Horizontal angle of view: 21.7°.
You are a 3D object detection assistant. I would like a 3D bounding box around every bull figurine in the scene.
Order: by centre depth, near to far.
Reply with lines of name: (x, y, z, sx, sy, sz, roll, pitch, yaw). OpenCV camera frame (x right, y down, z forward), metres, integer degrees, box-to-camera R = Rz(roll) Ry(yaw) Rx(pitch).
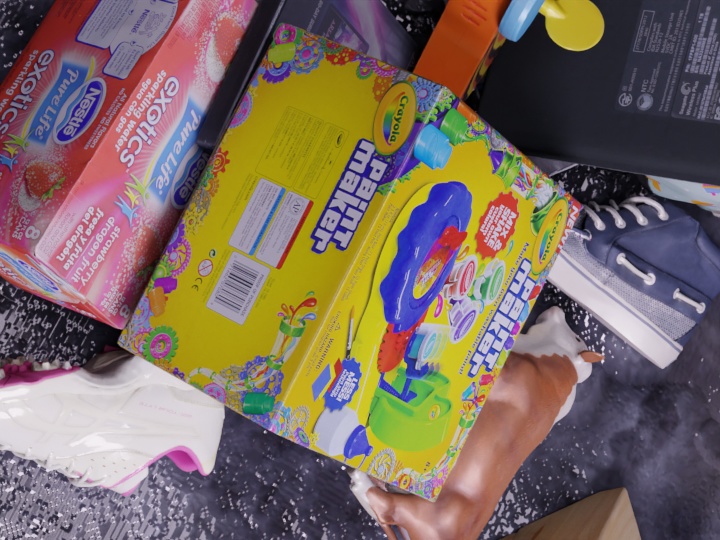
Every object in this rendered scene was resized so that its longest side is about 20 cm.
bull figurine: (0.071, 0.094, 1.197, 0.121, 0.065, 0.201, 36, 73, -18)

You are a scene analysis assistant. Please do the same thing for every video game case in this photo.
video game case: (-0.014, -0.094, 1.128, 0.200, 0.019, 0.144, 41, 69, -53)

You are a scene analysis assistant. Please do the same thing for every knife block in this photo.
knife block: (0.134, 0.206, 1.163, 0.199, 0.175, 0.064, -20, 98, -25)

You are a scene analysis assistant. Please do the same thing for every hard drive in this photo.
hard drive: (0.172, -0.130, 1.139, 0.033, 0.199, 0.141, 26, 78, -56)

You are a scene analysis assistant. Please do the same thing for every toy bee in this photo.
toy bee: (0.099, -0.186, 1.113, 0.131, 0.200, 0.109, 47, 50, -9)

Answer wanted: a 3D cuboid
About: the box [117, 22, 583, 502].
box: (0.000, 0.000, 1.067, 0.192, 0.122, 0.201, 30, 86, -56)

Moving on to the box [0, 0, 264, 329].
box: (-0.140, -0.081, 1.063, 0.201, 0.099, 0.096, -60, 142, -15)

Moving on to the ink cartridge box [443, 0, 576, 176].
ink cartridge box: (0.153, -0.182, 1.254, 0.199, 0.047, 0.199, -25, 99, -22)

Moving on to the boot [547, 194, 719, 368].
boot: (0.158, -0.024, 1.230, 0.200, 0.073, 0.091, 37, 92, -30)

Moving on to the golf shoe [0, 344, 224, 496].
golf shoe: (-0.166, 0.091, 1.080, 0.199, 0.075, 0.092, -7, 95, -24)

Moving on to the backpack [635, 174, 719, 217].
backpack: (0.272, -0.113, 1.181, 0.153, 0.199, 0.177, 35, 75, -46)
